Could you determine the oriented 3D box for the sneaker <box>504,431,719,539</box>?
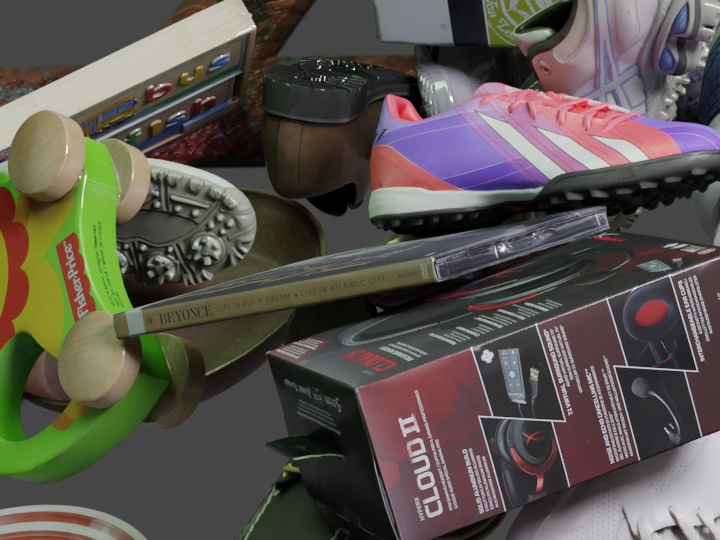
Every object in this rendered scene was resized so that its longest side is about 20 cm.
[{"bbox_3d":[0.164,0.107,1.130,0.199,0.074,0.115,-31,31,-21],"label":"sneaker"}]

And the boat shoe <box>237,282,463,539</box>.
[{"bbox_3d":[-0.002,0.090,1.219,0.201,0.061,0.072,-47,46,-16],"label":"boat shoe"}]

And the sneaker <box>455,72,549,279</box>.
[{"bbox_3d":[0.082,-0.064,1.430,0.079,0.076,0.200,-4,34,25],"label":"sneaker"}]

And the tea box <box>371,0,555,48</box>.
[{"bbox_3d":[0.105,-0.240,1.431,0.195,0.201,0.134,3,33,21],"label":"tea box"}]

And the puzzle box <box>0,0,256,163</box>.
[{"bbox_3d":[-0.157,-0.091,1.555,0.199,0.133,0.026,-27,77,-13],"label":"puzzle box"}]

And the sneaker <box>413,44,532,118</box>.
[{"bbox_3d":[0.105,-0.142,1.534,0.114,0.076,0.200,-7,30,22],"label":"sneaker"}]

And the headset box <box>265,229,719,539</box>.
[{"bbox_3d":[0.057,0.051,1.121,0.199,0.076,0.149,-19,9,-14],"label":"headset box"}]

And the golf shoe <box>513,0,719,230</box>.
[{"bbox_3d":[0.124,-0.103,1.326,0.097,0.201,0.079,14,46,2],"label":"golf shoe"}]

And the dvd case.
[{"bbox_3d":[0.000,0.000,1.242,0.199,0.016,0.148,-11,4,39],"label":"dvd case"}]

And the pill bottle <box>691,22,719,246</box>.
[{"bbox_3d":[0.227,-0.065,1.324,0.110,0.112,0.201,-7,33,17],"label":"pill bottle"}]

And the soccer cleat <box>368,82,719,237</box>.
[{"bbox_3d":[0.090,-0.063,1.278,0.199,0.074,0.068,-7,-10,33],"label":"soccer cleat"}]

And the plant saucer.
[{"bbox_3d":[-0.110,0.024,1.428,0.199,0.037,0.201,-12,33,8],"label":"plant saucer"}]

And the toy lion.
[{"bbox_3d":[-0.186,0.025,1.355,0.191,0.068,0.201,-36,55,27],"label":"toy lion"}]

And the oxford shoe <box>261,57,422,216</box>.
[{"bbox_3d":[-0.015,-0.078,1.486,0.072,0.085,0.200,11,13,19],"label":"oxford shoe"}]

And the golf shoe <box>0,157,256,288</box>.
[{"bbox_3d":[-0.136,-0.044,1.446,0.199,0.079,0.097,3,32,29],"label":"golf shoe"}]

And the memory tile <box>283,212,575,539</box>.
[{"bbox_3d":[0.058,0.041,1.285,0.153,0.017,0.200,-37,43,-2],"label":"memory tile"}]

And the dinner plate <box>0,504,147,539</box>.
[{"bbox_3d":[-0.185,0.184,1.235,0.199,0.024,0.201,-13,33,9],"label":"dinner plate"}]
